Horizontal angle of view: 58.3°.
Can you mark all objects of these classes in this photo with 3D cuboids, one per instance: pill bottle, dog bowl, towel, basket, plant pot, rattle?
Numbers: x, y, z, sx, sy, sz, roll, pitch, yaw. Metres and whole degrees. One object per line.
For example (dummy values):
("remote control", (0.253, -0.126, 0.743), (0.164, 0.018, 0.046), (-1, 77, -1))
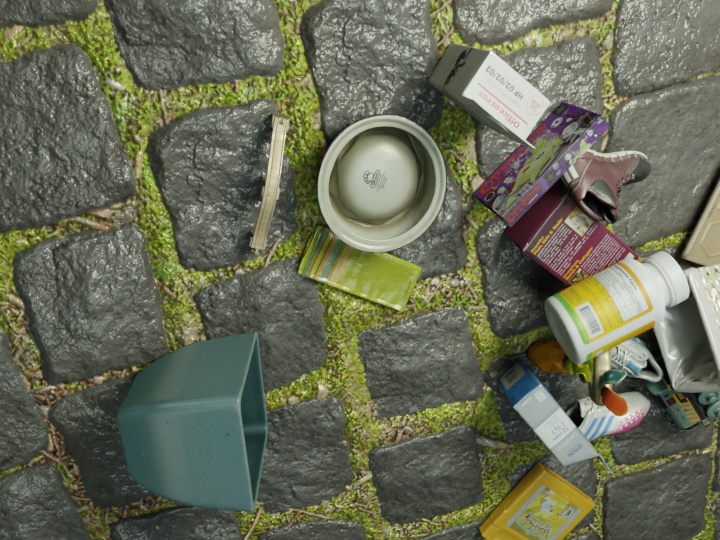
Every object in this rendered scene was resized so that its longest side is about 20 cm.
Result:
("pill bottle", (0.398, 0.052, 1.004), (0.196, 0.112, 0.113), (-27, 115, 2))
("dog bowl", (0.026, -0.135, 0.963), (0.194, 0.074, 0.206), (-4, 113, -10))
("towel", (0.000, 0.000, 1.043), (0.196, 0.018, 0.088), (21, 107, -19))
("basket", (0.596, 0.093, 1.109), (0.120, 0.136, 0.206), (-13, 82, -14))
("plant pot", (-0.256, 0.229, 0.993), (0.193, 0.197, 0.202), (-2, 113, 0))
("rattle", (0.354, 0.164, 1.061), (0.139, 0.201, 0.133), (17, 118, 9))

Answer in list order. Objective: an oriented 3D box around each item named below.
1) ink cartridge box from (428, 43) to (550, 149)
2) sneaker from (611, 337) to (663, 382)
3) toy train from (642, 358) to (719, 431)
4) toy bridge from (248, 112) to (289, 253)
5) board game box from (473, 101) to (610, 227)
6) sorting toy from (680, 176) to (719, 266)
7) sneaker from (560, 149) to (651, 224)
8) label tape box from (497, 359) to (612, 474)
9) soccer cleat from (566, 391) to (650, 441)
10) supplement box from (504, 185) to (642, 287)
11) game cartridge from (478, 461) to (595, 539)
("ink cartridge box", (0.178, -0.242, 0.882), (0.114, 0.201, 0.069), (30, 104, -22))
("sneaker", (0.471, 0.147, 1.168), (0.195, 0.087, 0.076), (21, 109, -18))
("toy train", (0.622, 0.234, 1.237), (0.113, 0.086, 0.200), (-33, 125, 17))
("toy bridge", (-0.133, -0.120, 0.938), (0.026, 0.067, 0.205), (9, 109, -15))
("board game box", (0.268, -0.164, 0.978), (0.032, 0.120, 0.200), (41, 98, -20))
("sorting toy", (0.674, -0.089, 1.148), (0.195, 0.037, 0.190), (13, 109, -22))
("sneaker", (0.390, -0.123, 1.005), (0.195, 0.118, 0.076), (-2, 151, -26))
("label tape box", (0.333, 0.268, 1.125), (0.066, 0.143, 0.201), (-38, 96, 6))
("soccer cleat", (0.456, 0.271, 1.222), (0.196, 0.070, 0.088), (-26, 115, 0))
("supplement box", (0.349, -0.040, 1.064), (0.198, 0.086, 0.111), (33, 103, -22))
("game cartridge", (0.359, 0.507, 1.319), (0.175, 0.033, 0.202), (34, 100, -22))
